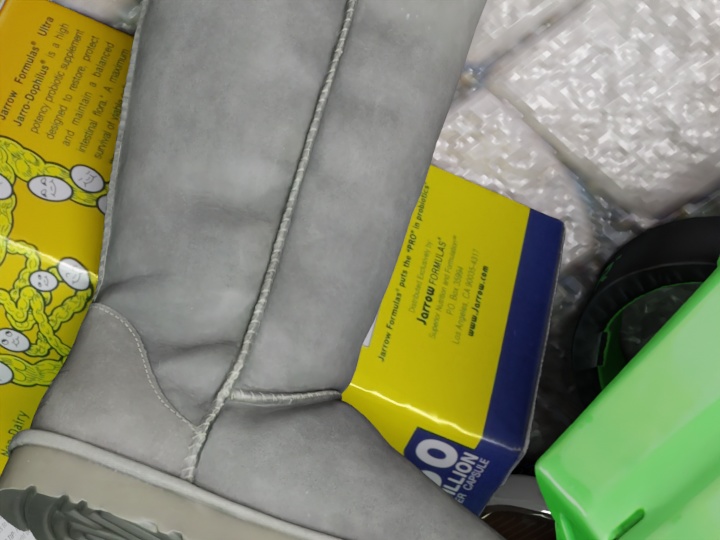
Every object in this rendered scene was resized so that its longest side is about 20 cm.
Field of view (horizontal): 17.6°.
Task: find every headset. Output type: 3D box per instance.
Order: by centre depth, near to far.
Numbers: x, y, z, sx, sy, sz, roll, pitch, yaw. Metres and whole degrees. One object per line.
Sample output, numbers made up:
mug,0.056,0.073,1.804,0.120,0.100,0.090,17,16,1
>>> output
headset,0.169,0.040,0.755,0.199,0.094,0.124,22,140,15

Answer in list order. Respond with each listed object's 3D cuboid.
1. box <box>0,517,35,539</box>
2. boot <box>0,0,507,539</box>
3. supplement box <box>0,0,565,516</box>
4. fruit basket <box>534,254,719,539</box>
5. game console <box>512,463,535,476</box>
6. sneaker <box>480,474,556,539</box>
box,-0.117,0.104,0.830,0.049,0.082,0.201,-12,114,33
boot,0.002,0.000,0.659,0.181,0.201,0.073,23,154,-8
supplement box,-0.050,0.017,0.746,0.199,0.110,0.109,22,132,-6
fruit basket,0.168,0.060,0.551,0.214,0.216,0.156,-5,130,18
game console,0.023,0.183,0.871,0.199,0.119,0.171,-15,126,25
sneaker,0.113,0.119,0.810,0.199,0.085,0.073,31,118,-15
